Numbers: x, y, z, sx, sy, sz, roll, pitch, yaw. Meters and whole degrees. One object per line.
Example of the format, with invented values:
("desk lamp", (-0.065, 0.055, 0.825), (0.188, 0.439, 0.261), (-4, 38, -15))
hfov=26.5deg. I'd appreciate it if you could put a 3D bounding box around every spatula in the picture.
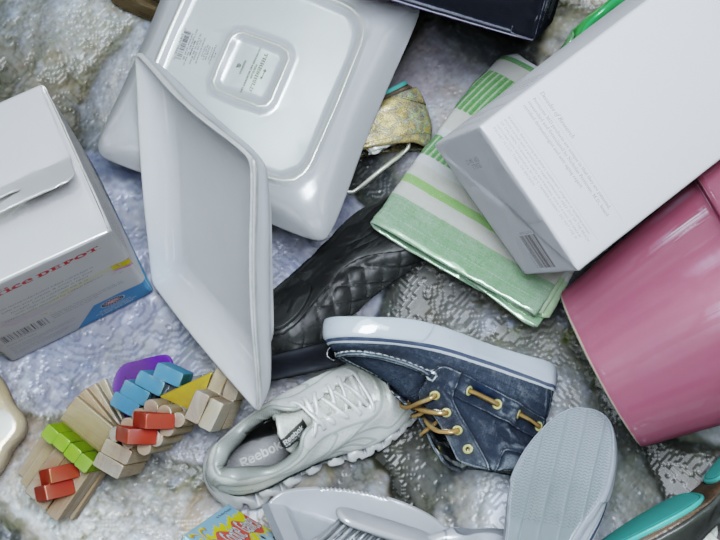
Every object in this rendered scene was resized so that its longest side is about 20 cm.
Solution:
("spatula", (-0.099, 0.080, 1.152), (0.199, 0.021, 0.057), (-14, 81, 13))

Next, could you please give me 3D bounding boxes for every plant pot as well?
("plant pot", (0.251, 0.030, 1.102), (0.178, 0.200, 0.201), (-29, 75, 11))

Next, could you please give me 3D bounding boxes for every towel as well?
("towel", (0.123, -0.069, 1.188), (0.152, 0.023, 0.200), (31, 65, 9))

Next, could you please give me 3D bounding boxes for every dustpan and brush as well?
("dustpan and brush", (0.041, 0.199, 1.109), (0.199, 0.140, 0.058), (17, 105, -23))

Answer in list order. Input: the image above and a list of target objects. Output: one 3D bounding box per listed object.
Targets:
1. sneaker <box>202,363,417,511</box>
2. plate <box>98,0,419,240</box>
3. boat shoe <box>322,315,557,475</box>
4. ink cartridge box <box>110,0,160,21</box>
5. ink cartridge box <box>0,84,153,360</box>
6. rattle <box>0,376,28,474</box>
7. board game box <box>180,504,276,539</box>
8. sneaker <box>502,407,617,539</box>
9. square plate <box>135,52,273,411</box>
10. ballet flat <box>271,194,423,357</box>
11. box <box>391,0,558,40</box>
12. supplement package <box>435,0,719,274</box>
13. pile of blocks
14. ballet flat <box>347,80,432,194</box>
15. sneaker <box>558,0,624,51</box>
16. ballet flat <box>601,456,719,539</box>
("sneaker", (-0.028, 0.111, 1.138), (0.199, 0.081, 0.075), (-32, 74, -8))
("plate", (-0.081, -0.148, 1.160), (0.199, 0.032, 0.201), (21, 85, 11))
("boat shoe", (0.058, 0.093, 1.108), (0.199, 0.071, 0.092), (16, 76, -28))
("ink cartridge box", (-0.087, -0.263, 1.243), (0.199, 0.075, 0.165), (24, 76, 9))
("ink cartridge box", (-0.249, -0.035, 1.122), (0.128, 0.200, 0.126), (-25, 75, -6))
("rattle", (-0.349, 0.134, 1.118), (0.199, 0.143, 0.131), (-32, 94, -12))
("board game box", (-0.046, 0.266, 1.069), (0.199, 0.105, 0.103), (29, 100, 9))
("sneaker", (0.134, 0.196, 1.098), (0.073, 0.071, 0.201), (16, 65, 20))
("square plate", (-0.108, -0.032, 1.089), (0.028, 0.199, 0.200), (-16, 35, -24))
("ballet flat", (0.000, 0.000, 1.191), (0.200, 0.057, 0.066), (-37, 49, -12))
("box", (0.086, -0.250, 1.160), (0.147, 0.200, 0.105), (18, 105, 8))
("supplement package", (0.175, -0.103, 1.067), (0.200, 0.121, 0.120), (-37, 96, -10))
("pile of blocks", (-0.176, 0.113, 1.126), (0.199, 0.062, 0.082), (-30, 81, 10))
("ballet flat", (-0.035, -0.083, 1.201), (0.199, 0.071, 0.071), (-24, 75, -4))
("sneaker", (0.164, -0.138, 1.166), (0.074, 0.084, 0.201), (25, 64, 7))
("ballet flat", (0.261, 0.178, 1.117), (0.200, 0.068, 0.069), (-36, 89, -7))
